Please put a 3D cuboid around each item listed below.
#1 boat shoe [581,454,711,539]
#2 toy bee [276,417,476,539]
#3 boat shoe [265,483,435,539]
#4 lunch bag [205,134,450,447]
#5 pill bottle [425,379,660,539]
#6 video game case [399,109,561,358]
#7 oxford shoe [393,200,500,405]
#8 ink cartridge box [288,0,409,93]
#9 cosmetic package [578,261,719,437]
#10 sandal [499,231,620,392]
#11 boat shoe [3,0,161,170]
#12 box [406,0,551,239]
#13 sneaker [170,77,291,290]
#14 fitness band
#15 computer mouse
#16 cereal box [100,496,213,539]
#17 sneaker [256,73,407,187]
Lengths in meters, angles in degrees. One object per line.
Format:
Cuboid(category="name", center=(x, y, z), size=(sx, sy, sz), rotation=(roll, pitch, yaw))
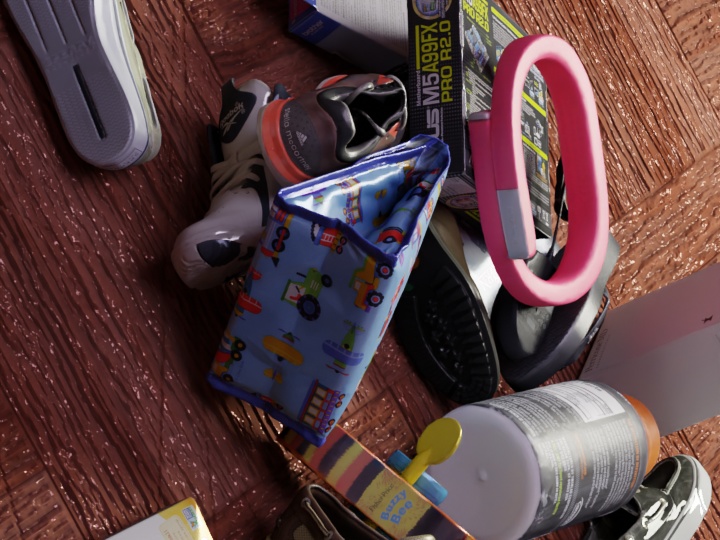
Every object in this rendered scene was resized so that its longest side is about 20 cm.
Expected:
Cuboid(category="boat shoe", center=(0.215, 0.196, 1.662), size=(0.064, 0.071, 0.200), rotation=(55, 40, -14))
Cuboid(category="toy bee", center=(0.040, 0.161, 1.424), size=(0.200, 0.109, 0.131), rotation=(19, 92, -18))
Cuboid(category="boat shoe", center=(0.026, 0.200, 1.334), size=(0.202, 0.075, 0.075), rotation=(29, 10, 25))
Cuboid(category="lunch bag", center=(0.000, 0.000, 1.426), size=(0.094, 0.151, 0.200), rotation=(29, 29, 12))
Cuboid(category="pill bottle", center=(0.143, 0.138, 1.580), size=(0.200, 0.106, 0.106), rotation=(-7, 75, -51))
Cuboid(category="video game case", center=(0.093, -0.043, 1.700), size=(0.200, 0.019, 0.143), rotation=(58, 37, -7))
Cuboid(category="oxford shoe", center=(0.060, 0.003, 1.590), size=(0.084, 0.073, 0.200), rotation=(-23, 90, -61))
Cuboid(category="ink cartridge box", center=(0.005, -0.213, 1.665), size=(0.200, 0.042, 0.120), rotation=(26, 48, -36))
Cuboid(category="cosmetic package", center=(0.287, 0.056, 1.722), size=(0.085, 0.200, 0.108), rotation=(52, 36, -18))
Cuboid(category="sandal", center=(0.167, 0.033, 1.667), size=(0.043, 0.076, 0.200), rotation=(54, 38, -15))
Cuboid(category="boat shoe", center=(-0.185, -0.158, 1.407), size=(0.062, 0.072, 0.200), rotation=(9, 63, -75))
Cuboid(category="box", center=(0.092, -0.120, 1.620), size=(0.200, 0.044, 0.161), rotation=(28, 57, -63))
Cuboid(category="sneaker", center=(-0.082, -0.067, 1.454), size=(0.199, 0.079, 0.130), rotation=(-20, 84, -53))
Cuboid(category="fitness band", center=(0.133, -0.072, 1.567), size=(0.144, 0.037, 0.200), rotation=(-20, 106, -56))
Cuboid(category="computer mouse", center=(0.135, -0.020, 1.624), size=(0.059, 0.034, 0.200), rotation=(52, 49, -43))
Cuboid(category="cereal box", center=(-0.140, 0.231, 1.241), size=(0.200, 0.039, 0.144), rotation=(-24, 88, -53))
Cuboid(category="sneaker", center=(0.005, -0.100, 1.456), size=(0.200, 0.082, 0.077), rotation=(-33, 103, -64))
